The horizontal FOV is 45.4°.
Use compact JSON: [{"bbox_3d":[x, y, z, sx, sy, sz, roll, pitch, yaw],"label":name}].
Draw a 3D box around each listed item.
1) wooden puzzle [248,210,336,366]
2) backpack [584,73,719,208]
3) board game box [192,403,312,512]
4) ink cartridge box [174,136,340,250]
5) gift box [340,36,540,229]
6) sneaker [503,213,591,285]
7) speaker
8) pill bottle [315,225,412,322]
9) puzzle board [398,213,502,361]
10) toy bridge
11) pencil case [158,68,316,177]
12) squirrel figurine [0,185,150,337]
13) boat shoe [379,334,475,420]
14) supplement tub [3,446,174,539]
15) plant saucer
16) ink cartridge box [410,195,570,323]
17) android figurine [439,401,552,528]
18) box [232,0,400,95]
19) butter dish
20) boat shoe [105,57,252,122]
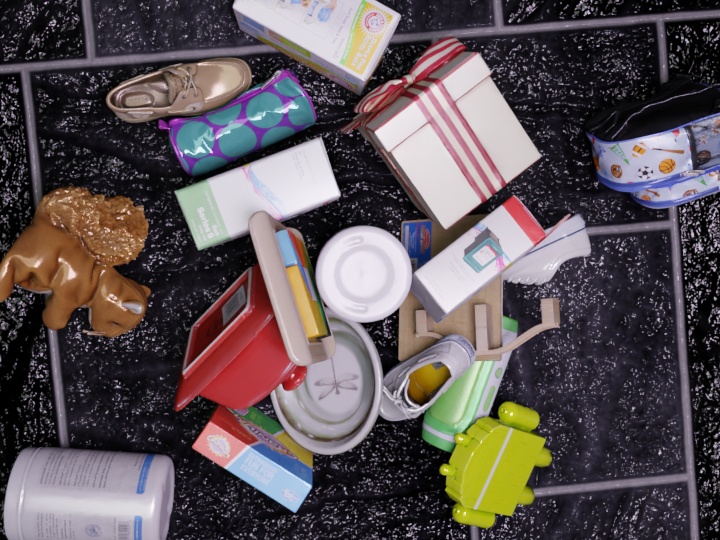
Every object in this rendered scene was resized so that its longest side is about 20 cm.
[{"bbox_3d":[-0.074,0.023,1.063,0.037,0.200,0.186,-18,85,7],"label":"wooden puzzle"},{"bbox_3d":[0.409,-0.173,1.168,0.190,0.200,0.155,-12,106,1],"label":"backpack"},{"bbox_3d":[-0.136,0.234,1.142,0.153,0.200,0.040,34,91,-5],"label":"board game box"},{"bbox_3d":[-0.132,-0.102,1.153,0.199,0.145,0.088,-22,95,-2],"label":"ink cartridge box"},{"bbox_3d":[0.094,-0.185,1.148,0.184,0.200,0.187,-38,109,-4],"label":"gift box"},{"bbox_3d":[0.236,-0.009,1.213,0.199,0.073,0.071,-25,91,-1],"label":"sneaker"},{"bbox_3d":[0.153,0.153,1.208,0.088,0.088,0.201,20,91,-4],"label":"speaker"},{"bbox_3d":[0.000,0.000,1.137,0.119,0.200,0.120,0,93,-3],"label":"pill bottle"},{"bbox_3d":[0.125,0.025,1.188,0.150,0.017,0.201,-3,79,29],"label":"puzzle board"},{"bbox_3d":[0.162,0.078,1.133,0.199,0.027,0.067,-7,79,28],"label":"toy bridge"},{"bbox_3d":[-0.165,-0.203,1.175,0.199,0.085,0.093,-26,129,-2],"label":"pencil case"},{"bbox_3d":[-0.360,-0.008,1.154,0.186,0.142,0.200,29,93,-10],"label":"squirrel figurine"},{"bbox_3d":[0.070,0.163,1.155,0.075,0.086,0.202,51,133,1],"label":"boat shoe"},{"bbox_3d":[-0.362,0.310,1.168,0.199,0.132,0.132,5,92,-3],"label":"supplement tub"},{"bbox_3d":[-0.040,0.150,1.188,0.200,0.050,0.201,-1,89,37],"label":"plant saucer"},{"bbox_3d":[0.160,-0.023,1.093,0.200,0.116,0.067,-37,83,-7],"label":"ink cartridge box"},{"bbox_3d":[0.186,0.270,1.188,0.200,0.041,0.183,21,93,-41],"label":"android figurine"},{"bbox_3d":[-0.058,-0.335,1.162,0.200,0.112,0.102,28,90,-3],"label":"box"},{"bbox_3d":[-0.134,0.105,1.140,0.148,0.200,0.199,40,105,-20],"label":"butter dish"},{"bbox_3d":[-0.247,-0.246,1.181,0.199,0.065,0.072,-17,93,-2],"label":"boat shoe"}]
